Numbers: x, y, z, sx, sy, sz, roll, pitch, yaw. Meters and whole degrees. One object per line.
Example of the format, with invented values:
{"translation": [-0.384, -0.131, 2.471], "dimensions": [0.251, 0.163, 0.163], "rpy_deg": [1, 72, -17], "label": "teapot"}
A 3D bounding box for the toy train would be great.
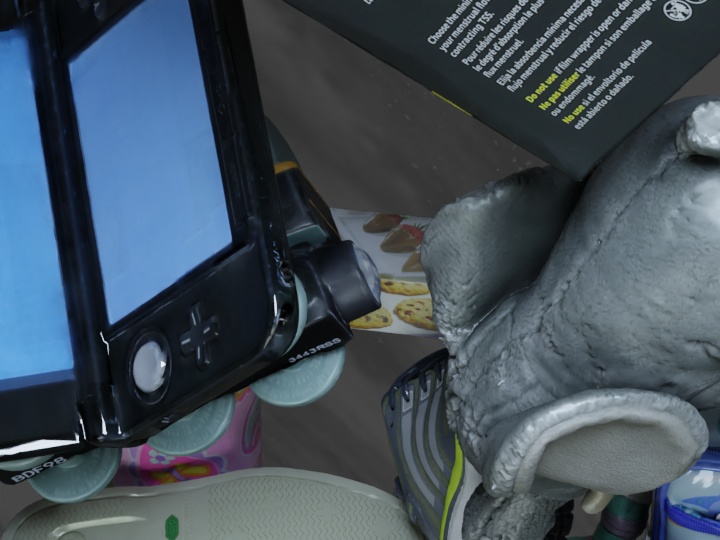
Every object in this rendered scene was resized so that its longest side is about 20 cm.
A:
{"translation": [-0.092, 0.017, 0.977], "dimensions": [0.200, 0.114, 0.085], "rpy_deg": [-24, 156, 8], "label": "toy train"}

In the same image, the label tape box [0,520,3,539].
{"translation": [-0.203, 0.082, 1.057], "dimensions": [0.066, 0.200, 0.143], "rpy_deg": [-10, 96, -9], "label": "label tape box"}

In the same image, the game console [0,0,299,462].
{"translation": [-0.129, -0.037, 0.886], "dimensions": [0.116, 0.200, 0.176], "rpy_deg": [4, 156, -38], "label": "game console"}

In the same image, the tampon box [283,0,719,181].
{"translation": [0.035, -0.156, 0.725], "dimensions": [0.200, 0.150, 0.126], "rpy_deg": [31, 140, -12], "label": "tampon box"}

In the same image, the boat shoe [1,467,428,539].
{"translation": [-0.061, 0.136, 1.077], "dimensions": [0.200, 0.072, 0.068], "rpy_deg": [-3, 139, 10], "label": "boat shoe"}

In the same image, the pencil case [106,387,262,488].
{"translation": [-0.091, 0.082, 1.132], "dimensions": [0.087, 0.087, 0.200], "rpy_deg": [13, 141, 11], "label": "pencil case"}

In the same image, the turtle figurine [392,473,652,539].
{"translation": [0.076, 0.144, 1.118], "dimensions": [0.150, 0.101, 0.200], "rpy_deg": [-5, 141, 31], "label": "turtle figurine"}

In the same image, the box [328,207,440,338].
{"translation": [0.000, 0.000, 1.021], "dimensions": [0.200, 0.039, 0.041], "rpy_deg": [7, 140, 18], "label": "box"}

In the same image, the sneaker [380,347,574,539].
{"translation": [0.045, 0.056, 0.974], "dimensions": [0.081, 0.074, 0.200], "rpy_deg": [41, 143, 31], "label": "sneaker"}

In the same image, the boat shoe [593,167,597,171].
{"translation": [0.171, 0.014, 0.920], "dimensions": [0.201, 0.072, 0.061], "rpy_deg": [33, 116, -3], "label": "boat shoe"}

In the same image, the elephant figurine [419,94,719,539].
{"translation": [0.082, 0.031, 0.829], "dimensions": [0.200, 0.142, 0.155], "rpy_deg": [-32, 105, 16], "label": "elephant figurine"}

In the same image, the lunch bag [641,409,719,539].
{"translation": [0.225, 0.118, 1.025], "dimensions": [0.200, 0.082, 0.161], "rpy_deg": [11, 138, 12], "label": "lunch bag"}
